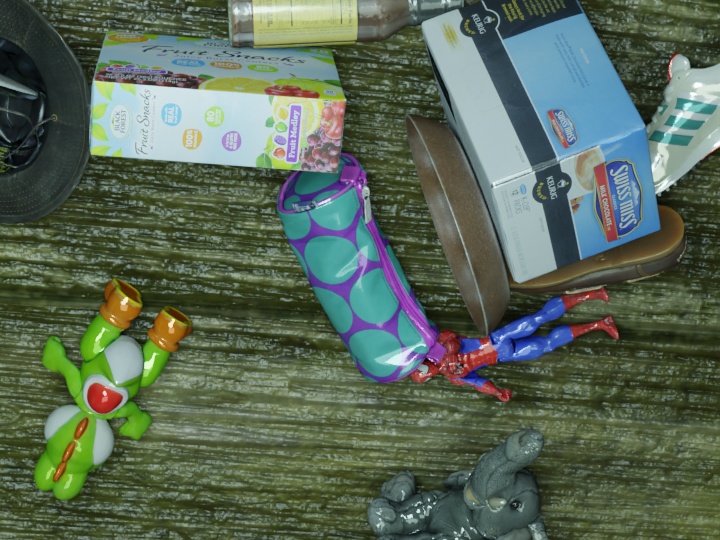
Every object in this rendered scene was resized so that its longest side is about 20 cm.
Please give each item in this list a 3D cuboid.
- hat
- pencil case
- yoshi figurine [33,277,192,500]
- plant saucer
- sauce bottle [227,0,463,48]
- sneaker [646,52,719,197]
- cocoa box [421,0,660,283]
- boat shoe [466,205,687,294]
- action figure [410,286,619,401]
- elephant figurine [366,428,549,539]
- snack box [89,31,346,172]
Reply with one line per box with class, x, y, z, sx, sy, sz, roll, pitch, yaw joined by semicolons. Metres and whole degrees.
hat;-0.295;-0.146;1.335;0.199;0.081;0.203;6;113;15
pencil case;0.000;0.000;1.430;0.092;0.085;0.201;-8;121;35
yoshi figurine;-0.239;0.112;1.469;0.112;0.112;0.201;23;98;-57
plant saucer;0.086;-0.043;1.359;0.034;0.200;0.202;-20;114;-3
sauce bottle;-0.013;-0.222;1.345;0.198;0.065;0.065;-3;114;-6
sneaker;0.284;-0.139;1.417;0.199;0.070;0.094;-35;95;12
cocoa box;0.148;-0.120;1.312;0.130;0.201;0.134;-20;140;1
boat shoe;0.198;-0.011;1.454;0.198;0.071;0.070;-4;158;10
action figure;0.142;0.077;1.476;0.198;0.099;0.066;-17;113;5
elephant figurine;0.119;0.234;1.514;0.199;0.155;0.142;-27;92;16
snack box;-0.118;-0.141;1.312;0.198;0.169;0.068;5;111;-6
